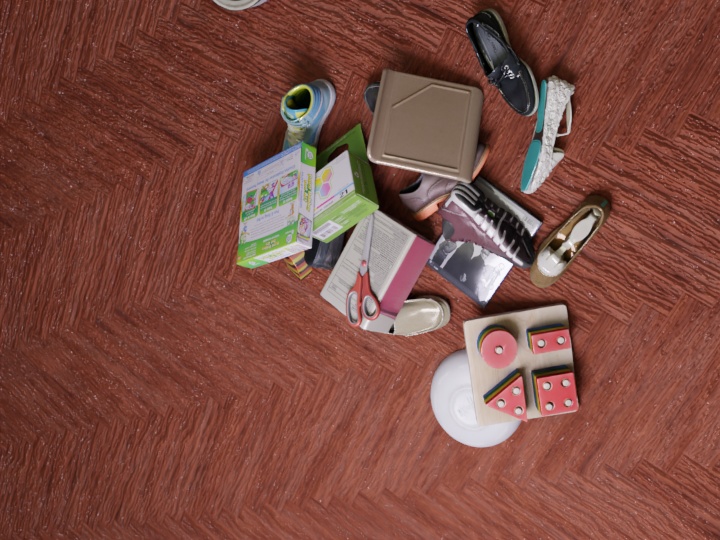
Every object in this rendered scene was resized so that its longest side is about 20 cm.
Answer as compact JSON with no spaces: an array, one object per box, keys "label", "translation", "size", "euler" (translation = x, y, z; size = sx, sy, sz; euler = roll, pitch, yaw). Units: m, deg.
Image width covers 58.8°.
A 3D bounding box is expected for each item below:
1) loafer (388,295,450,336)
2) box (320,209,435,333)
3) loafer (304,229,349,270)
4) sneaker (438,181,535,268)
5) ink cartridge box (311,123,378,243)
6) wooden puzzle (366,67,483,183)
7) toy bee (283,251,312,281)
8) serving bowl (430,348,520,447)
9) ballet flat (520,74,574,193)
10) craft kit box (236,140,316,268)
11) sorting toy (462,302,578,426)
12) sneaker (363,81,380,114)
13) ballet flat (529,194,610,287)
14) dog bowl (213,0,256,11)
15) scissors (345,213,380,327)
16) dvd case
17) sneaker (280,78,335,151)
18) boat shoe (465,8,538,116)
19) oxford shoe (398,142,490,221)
[{"label":"loafer","translation":[0.087,0.099,1.299],"size":[0.194,0.068,0.078],"euler":[-10,98,26]},{"label":"box","translation":[0.035,-0.001,1.239],"size":[0.127,0.108,0.204],"euler":[34,98,29]},{"label":"loafer","translation":[-0.053,-0.100,1.326],"size":[0.072,0.071,0.206],"euler":[32,104,54]},{"label":"sneaker","translation":[0.224,-0.066,1.183],"size":[0.200,0.076,0.115],"euler":[44,142,-4]},{"label":"ink cartridge box","translation":[-0.055,-0.182,1.243],"size":[0.146,0.075,0.206],"euler":[-30,58,31]},{"label":"wooden puzzle","translation":[0.118,-0.259,1.147],"size":[0.193,0.037,0.191],"euler":[13,72,-3]},{"label":"toy bee","translation":[-0.177,-0.071,1.349],"size":[0.196,0.109,0.133],"euler":[30,69,0]},{"label":"serving bowl","translation":[0.226,0.263,1.275],"size":[0.194,0.065,0.208],"euler":[6,105,24]},{"label":"ballet flat","translation":[0.332,-0.231,1.116],"size":[0.070,0.071,0.207],"euler":[14,108,20]},{"label":"craft kit box","translation":[-0.166,-0.123,1.251],"size":[0.197,0.048,0.205],"euler":[-15,65,44]},{"label":"sorting toy","translation":[0.300,0.182,1.179],"size":[0.192,0.070,0.207],"euler":[-9,98,3]},{"label":"sneaker","translation":[0.074,-0.282,1.205],"size":[0.200,0.095,0.079],"euler":[46,118,10]},{"label":"ballet flat","translation":[0.367,-0.046,1.135],"size":[0.068,0.072,0.201],"euler":[42,115,9]},{"label":"dog bowl","translation":[-0.231,-0.625,1.278],"size":[0.194,0.073,0.208],"euler":[6,105,23]},{"label":"scissors","translation":[0.000,0.000,1.187],"size":[0.071,0.014,0.208],"euler":[-10,79,30]},{"label":"dvd case","translation":[0.232,-0.053,1.222],"size":[0.149,0.025,0.203],"euler":[37,113,13]},{"label":"sneaker","translation":[-0.130,-0.286,1.277],"size":[0.078,0.130,0.204],"euler":[30,113,13]},{"label":"boat shoe","translation":[0.241,-0.357,1.111],"size":[0.074,0.065,0.205],"euler":[-22,90,54]},{"label":"oxford shoe","translation":[0.155,-0.176,1.193],"size":[0.072,0.072,0.199],"euler":[41,118,-17]}]
